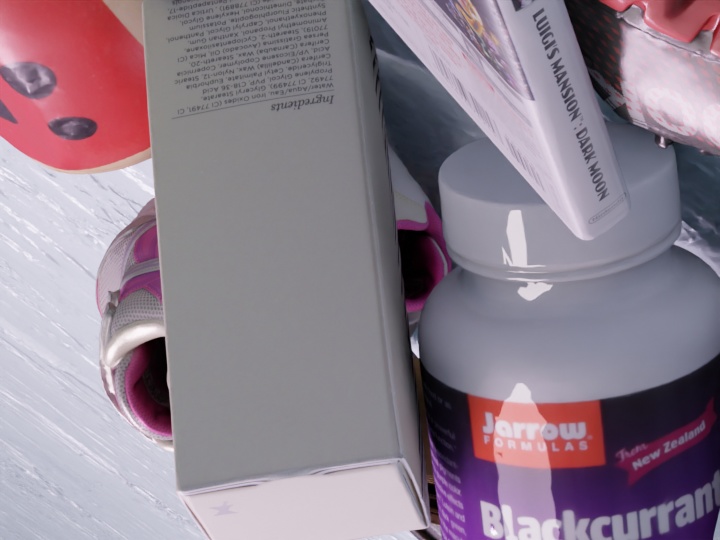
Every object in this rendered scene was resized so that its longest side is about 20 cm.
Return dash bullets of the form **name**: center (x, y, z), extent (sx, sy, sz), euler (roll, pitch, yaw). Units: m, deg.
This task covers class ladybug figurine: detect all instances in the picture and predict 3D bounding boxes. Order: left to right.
- **ladybug figurine**: center (-0.137, -0.104, 1.111), extent (0.136, 0.072, 0.200), euler (23, 160, 34)

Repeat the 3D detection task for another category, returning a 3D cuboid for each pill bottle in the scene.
- **pill bottle**: center (0.079, 0.054, 0.954), extent (0.111, 0.111, 0.200), euler (16, 122, 46)

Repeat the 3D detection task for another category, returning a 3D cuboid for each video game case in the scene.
- **video game case**: center (0.000, -0.121, 0.772), extent (0.200, 0.023, 0.182), euler (52, 175, 32)

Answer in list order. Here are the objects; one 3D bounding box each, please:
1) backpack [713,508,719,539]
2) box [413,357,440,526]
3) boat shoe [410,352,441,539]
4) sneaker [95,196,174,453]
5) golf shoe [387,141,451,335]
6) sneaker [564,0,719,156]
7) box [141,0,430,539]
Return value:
- **backpack**: center (0.186, 0.122, 0.907), extent (0.167, 0.127, 0.200), euler (25, 120, 38)
- **box**: center (0.025, 0.069, 1.146), extent (0.163, 0.021, 0.200), euler (13, -168, -15)
- **boat shoe**: center (0.013, 0.080, 1.267), extent (0.069, 0.057, 0.200), euler (-5, -146, -42)
- **sneaker**: center (-0.072, 0.024, 1.080), extent (0.081, 0.088, 0.200), euler (53, 162, -14)
- **golf shoe**: center (0.000, 0.000, 1.103), extent (0.092, 0.075, 0.200), euler (49, 172, 27)
- **sneaker**: center (0.123, -0.059, 0.747), extent (0.200, 0.071, 0.098), euler (36, 163, 4)
- **box**: center (-0.027, -0.005, 0.955), extent (0.082, 0.200, 0.068), euler (-8, 153, 7)
